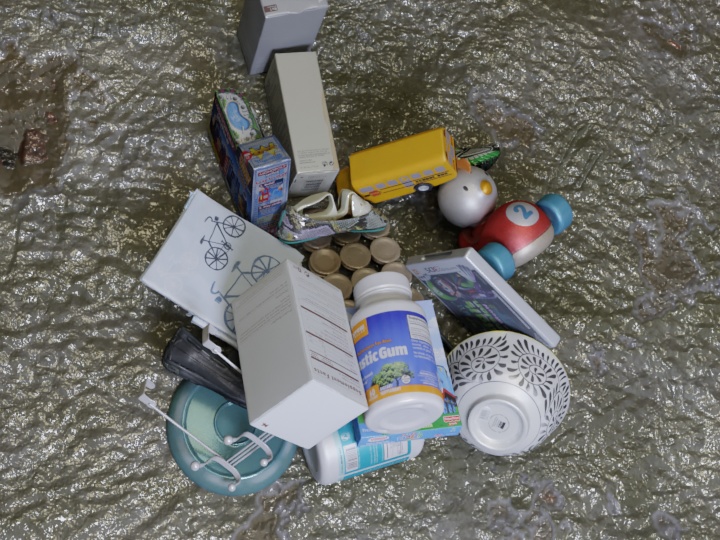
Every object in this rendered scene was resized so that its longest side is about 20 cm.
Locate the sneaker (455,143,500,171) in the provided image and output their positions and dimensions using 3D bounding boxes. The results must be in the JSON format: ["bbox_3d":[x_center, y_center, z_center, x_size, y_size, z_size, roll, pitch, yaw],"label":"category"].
[{"bbox_3d":[0.135,-0.186,1.773,0.196,0.078,0.087,-8,73,-16],"label":"sneaker"}]

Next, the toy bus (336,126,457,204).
[{"bbox_3d":[0.051,-0.155,1.689,0.197,0.078,0.066,-14,66,23],"label":"toy bus"}]

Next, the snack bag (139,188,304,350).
[{"bbox_3d":[-0.199,0.001,1.572,0.198,0.021,0.190,31,56,-8],"label":"snack bag"}]

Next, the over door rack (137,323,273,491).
[{"bbox_3d":[-0.192,0.196,1.479,0.147,0.067,0.200,-38,104,21],"label":"over door rack"}]

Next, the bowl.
[{"bbox_3d":[0.204,0.199,1.589,0.199,0.202,0.095,30,29,-3],"label":"bowl"}]

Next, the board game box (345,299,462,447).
[{"bbox_3d":[0.050,0.143,1.560,0.148,0.037,0.203,-5,60,-14],"label":"board game box"}]

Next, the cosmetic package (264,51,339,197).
[{"bbox_3d":[-0.094,-0.228,1.715,0.072,0.104,0.204,-6,75,-17],"label":"cosmetic package"}]

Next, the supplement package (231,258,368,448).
[{"bbox_3d":[-0.084,0.111,1.457,0.117,0.116,0.202,31,34,-42],"label":"supplement package"}]

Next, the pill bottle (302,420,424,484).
[{"bbox_3d":[0.018,0.232,1.587,0.197,0.111,0.113,-13,76,-19],"label":"pill bottle"}]

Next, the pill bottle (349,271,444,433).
[{"bbox_3d":[0.043,0.109,1.490,0.110,0.113,0.203,-2,60,-15],"label":"pill bottle"}]

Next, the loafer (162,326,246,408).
[{"bbox_3d":[-0.183,0.145,1.548,0.198,0.068,0.071,26,84,-1],"label":"loafer"}]

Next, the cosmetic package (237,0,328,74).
[{"bbox_3d":[-0.125,-0.392,1.708,0.105,0.200,0.092,-14,76,-18],"label":"cosmetic package"}]

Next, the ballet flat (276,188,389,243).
[{"bbox_3d":[-0.036,-0.087,1.652,0.198,0.072,0.073,-10,74,-33],"label":"ballet flat"}]

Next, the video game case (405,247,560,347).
[{"bbox_3d":[0.178,0.045,1.623,0.200,0.181,0.023,43,70,-17],"label":"video game case"}]

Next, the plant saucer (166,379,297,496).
[{"bbox_3d":[-0.181,0.223,1.585,0.196,0.027,0.204,4,72,-13],"label":"plant saucer"}]

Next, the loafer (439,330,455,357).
[{"bbox_3d":[0.085,0.094,1.671,0.200,0.070,0.068,45,67,3],"label":"loafer"}]

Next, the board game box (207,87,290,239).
[{"bbox_3d":[-0.161,-0.164,1.624,0.061,0.200,0.203,-18,77,-18],"label":"board game box"}]

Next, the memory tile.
[{"bbox_3d":[0.000,0.000,1.677,0.151,0.017,0.202,-11,57,-18],"label":"memory tile"}]

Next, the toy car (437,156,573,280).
[{"bbox_3d":[0.189,-0.098,1.687,0.184,0.176,0.202,-37,98,-31],"label":"toy car"}]
